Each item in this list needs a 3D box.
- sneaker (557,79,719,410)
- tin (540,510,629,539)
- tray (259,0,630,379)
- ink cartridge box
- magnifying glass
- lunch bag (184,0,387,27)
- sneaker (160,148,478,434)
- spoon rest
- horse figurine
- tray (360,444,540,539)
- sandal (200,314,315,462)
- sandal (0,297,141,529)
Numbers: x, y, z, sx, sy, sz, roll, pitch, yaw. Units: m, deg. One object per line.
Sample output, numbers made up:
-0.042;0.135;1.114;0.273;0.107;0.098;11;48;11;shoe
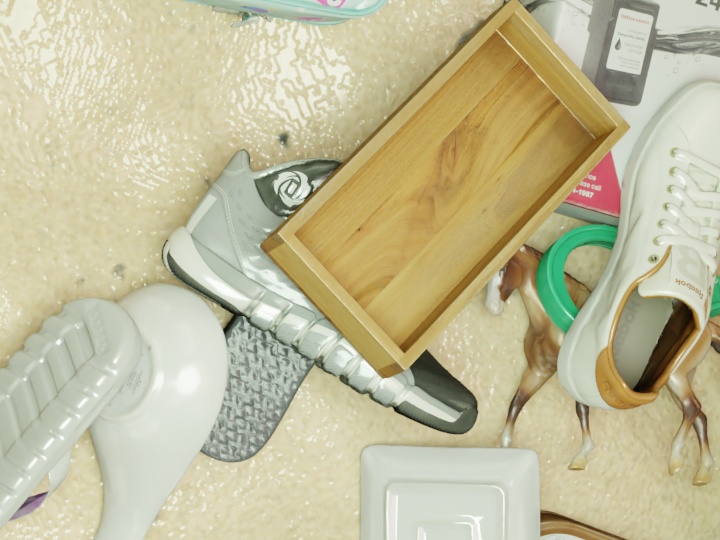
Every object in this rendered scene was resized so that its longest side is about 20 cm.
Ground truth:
0.182;-0.012;1.271;0.073;0.085;0.200;23;85;-19;sneaker
0.148;0.217;1.374;0.200;0.042;0.112;21;88;-20;tin
0.048;-0.046;1.229;0.099;0.037;0.200;47;66;-6;tray
0.160;-0.128;1.345;0.145;0.083;0.201;14;87;-20;ink cartridge box
0.196;0.015;1.356;0.199;0.022;0.080;3;60;-23;magnifying glass
-0.044;-0.235;1.269;0.160;0.077;0.201;8;88;-22;lunch bag
0.000;0.000;1.248;0.200;0.075;0.116;32;86;-9;sneaker
-0.133;0.102;1.246;0.061;0.099;0.200;21;94;-55;spoon rest
0.159;0.058;1.362;0.199;0.050;0.133;6;76;-15;horse figurine
0.050;0.203;1.317;0.107;0.022;0.201;1;91;10;tray
-0.035;0.020;1.302;0.076;0.043;0.200;43;86;-9;sandal
-0.189;0.102;1.218;0.203;0.082;0.050;-42;144;2;sandal
